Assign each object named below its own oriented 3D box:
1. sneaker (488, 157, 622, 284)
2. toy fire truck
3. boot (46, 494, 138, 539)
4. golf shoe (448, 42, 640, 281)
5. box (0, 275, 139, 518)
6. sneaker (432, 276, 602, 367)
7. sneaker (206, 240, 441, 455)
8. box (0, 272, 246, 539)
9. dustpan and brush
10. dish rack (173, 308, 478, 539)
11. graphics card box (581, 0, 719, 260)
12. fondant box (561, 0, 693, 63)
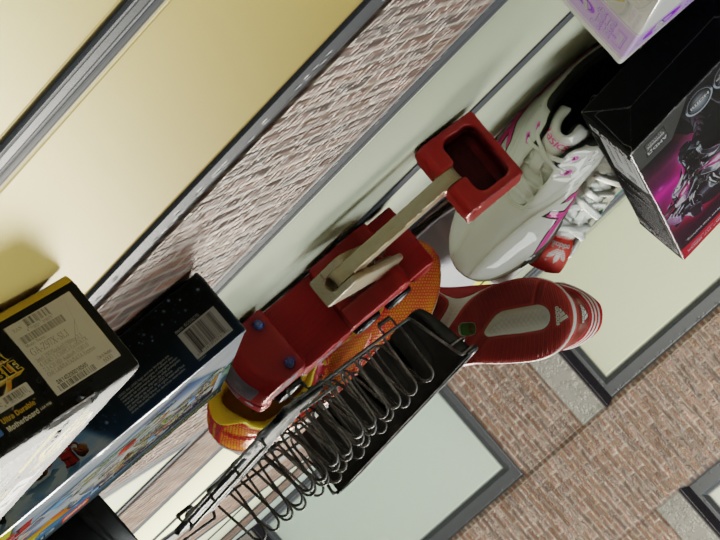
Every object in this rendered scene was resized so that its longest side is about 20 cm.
[{"bbox_3d":[0.154,-0.047,1.488,0.199,0.070,0.094,-27,-131,46],"label":"sneaker"},{"bbox_3d":[0.000,0.000,1.240,0.200,0.049,0.141,-40,174,-11],"label":"toy fire truck"},{"bbox_3d":[-0.210,0.202,1.206,0.168,0.076,0.200,-44,-178,-19],"label":"boot"},{"bbox_3d":[0.122,-0.079,1.390,0.200,0.072,0.092,-52,167,7],"label":"golf shoe"},{"bbox_3d":[-0.186,0.102,0.753,0.200,0.049,0.160,-46,176,35],"label":"box"},{"bbox_3d":[0.079,0.044,1.494,0.199,0.079,0.115,1,177,29],"label":"sneaker"},{"bbox_3d":[-0.018,0.050,1.403,0.200,0.073,0.077,-43,165,-17],"label":"sneaker"},{"bbox_3d":[-0.146,0.092,1.001,0.200,0.038,0.137,-40,175,-17],"label":"box"},{"bbox_3d":[0.073,-0.023,1.606,0.199,0.057,0.140,-34,162,-13],"label":"dustpan and brush"},{"bbox_3d":[-0.026,0.105,1.301,0.154,0.055,0.200,-50,169,33],"label":"dish rack"},{"bbox_3d":[0.222,-0.096,1.375,0.125,0.051,0.200,-45,152,-2],"label":"graphics card box"},{"bbox_3d":[0.186,-0.195,0.972,0.200,0.058,0.144,-40,174,-8],"label":"fondant box"}]
